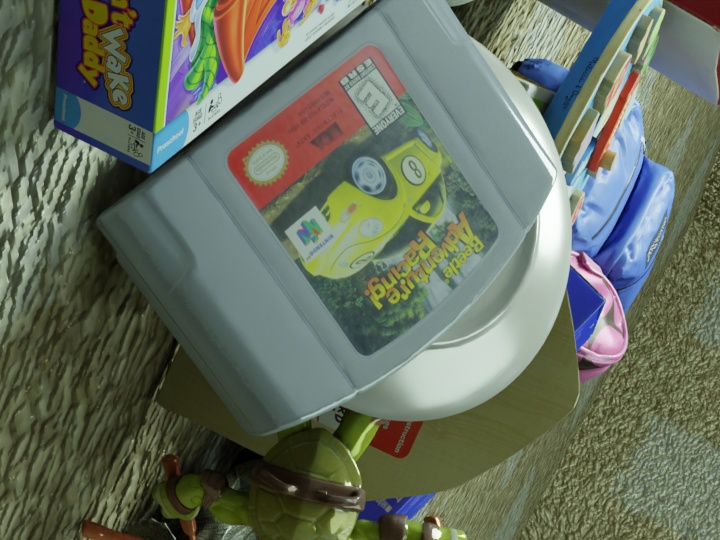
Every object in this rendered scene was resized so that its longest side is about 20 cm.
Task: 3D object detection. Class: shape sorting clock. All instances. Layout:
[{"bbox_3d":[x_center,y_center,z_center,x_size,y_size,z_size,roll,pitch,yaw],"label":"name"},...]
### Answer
[{"bbox_3d":[0.132,-0.071,0.839,0.201,0.039,0.201,-56,163,-27],"label":"shape sorting clock"}]

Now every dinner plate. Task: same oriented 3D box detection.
[{"bbox_3d":[0.025,-0.030,0.674,0.201,0.200,0.024,-58,-163,-23],"label":"dinner plate"}]

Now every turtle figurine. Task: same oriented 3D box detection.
[{"bbox_3d":[-0.033,0.094,0.688,0.064,0.198,0.163,37,66,-81],"label":"turtle figurine"}]

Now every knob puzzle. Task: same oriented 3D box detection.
[{"bbox_3d":[0.021,0.027,0.736,0.030,0.218,0.221,-132,-113,-84],"label":"knob puzzle"}]

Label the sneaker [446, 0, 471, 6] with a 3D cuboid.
[{"bbox_3d":[0.092,-0.207,0.805,0.201,0.076,0.111,-65,157,-22],"label":"sneaker"}]

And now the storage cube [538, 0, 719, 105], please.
[{"bbox_3d":[0.214,-0.247,0.942,0.181,0.199,0.171,-57,165,0],"label":"storage cube"}]

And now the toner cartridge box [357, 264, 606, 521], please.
[{"bbox_3d":[0.059,0.083,0.842,0.200,0.043,0.095,-44,168,-7],"label":"toner cartridge box"}]

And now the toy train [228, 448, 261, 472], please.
[{"bbox_3d":[-0.045,0.088,0.830,0.045,0.034,0.201,-20,155,-30],"label":"toy train"}]

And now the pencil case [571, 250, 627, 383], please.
[{"bbox_3d":[0.101,0.055,0.998,0.200,0.090,0.094,-33,-154,48],"label":"pencil case"}]

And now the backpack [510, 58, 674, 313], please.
[{"bbox_3d":[0.151,-0.058,1.080,0.201,0.166,0.164,83,29,-60],"label":"backpack"}]

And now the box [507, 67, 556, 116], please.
[{"bbox_3d":[0.055,-0.073,0.847,0.113,0.101,0.200,-66,165,9],"label":"box"}]

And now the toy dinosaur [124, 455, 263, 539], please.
[{"bbox_3d":[-0.079,0.145,0.814,0.200,0.101,0.078,-12,83,-85],"label":"toy dinosaur"}]

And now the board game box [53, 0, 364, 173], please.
[{"bbox_3d":[-0.036,-0.144,0.539,0.200,0.044,0.135,-48,157,-47],"label":"board game box"}]

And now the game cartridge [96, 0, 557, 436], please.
[{"bbox_3d":[-0.002,-0.028,0.627,0.200,0.134,0.041,-42,-164,-27],"label":"game cartridge"}]
